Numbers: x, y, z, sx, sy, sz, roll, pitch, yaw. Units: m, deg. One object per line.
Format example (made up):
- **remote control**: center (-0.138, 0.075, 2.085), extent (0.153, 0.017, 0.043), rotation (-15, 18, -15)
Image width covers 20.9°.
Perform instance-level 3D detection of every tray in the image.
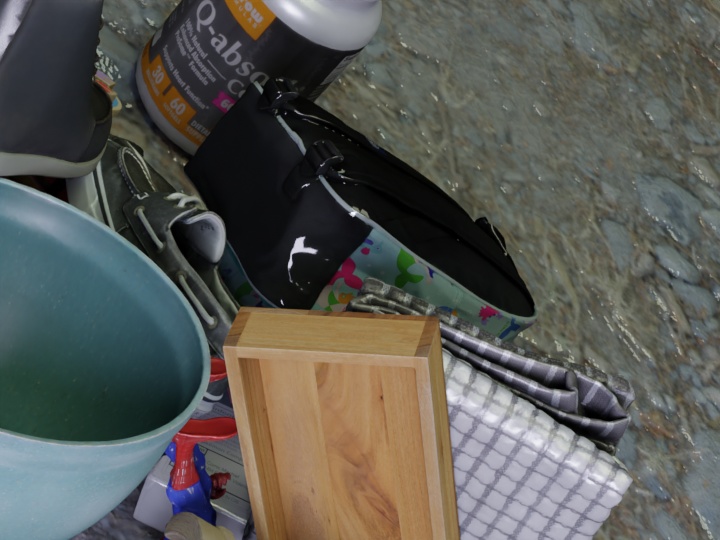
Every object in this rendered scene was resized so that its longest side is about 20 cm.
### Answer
- **tray**: center (-0.003, 0.110, 0.969), extent (0.098, 0.201, 0.037), rotation (2, 36, 14)

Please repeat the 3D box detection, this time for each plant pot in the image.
- **plant pot**: center (-0.189, 0.062, 0.926), extent (0.200, 0.134, 0.201), rotation (22, 29, -13)

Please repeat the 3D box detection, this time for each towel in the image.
- **towel**: center (0.039, 0.107, 1.033), extent (0.165, 0.200, 0.086), rotation (27, 41, 1)

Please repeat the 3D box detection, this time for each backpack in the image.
- **backpack**: center (0.000, 0.000, 1.153), extent (0.200, 0.151, 0.178), rotation (22, 20, -37)

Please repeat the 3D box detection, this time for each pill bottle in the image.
- **pill bottle**: center (-0.057, -0.171, 1.320), extent (0.116, 0.200, 0.117), rotation (25, 41, -25)

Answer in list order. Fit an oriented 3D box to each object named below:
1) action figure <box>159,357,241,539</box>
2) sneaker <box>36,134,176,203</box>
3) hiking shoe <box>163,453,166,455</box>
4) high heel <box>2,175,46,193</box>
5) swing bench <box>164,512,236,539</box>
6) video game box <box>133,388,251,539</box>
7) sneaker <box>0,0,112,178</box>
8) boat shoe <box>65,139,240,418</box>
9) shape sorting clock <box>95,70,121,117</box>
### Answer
- **action figure**: center (-0.086, 0.136, 1.027), extent (0.052, 0.200, 0.066), rotation (-3, 44, -17)
- **sneaker**: center (-0.138, -0.003, 1.194), extent (0.098, 0.071, 0.201), rotation (-1, 62, -54)
- **hiking shoe**: center (-0.169, 0.033, 1.059), extent (0.200, 0.086, 0.075), rotation (57, 29, -31)
- **high heel**: center (-0.183, -0.038, 1.090), extent (0.067, 0.096, 0.201), rotation (-45, 125, -55)
- **swing bench**: center (-0.045, 0.229, 0.965), extent (0.199, 0.200, 0.130), rotation (34, 38, -17)
- **video game box**: center (-0.014, 0.121, 1.181), extent (0.200, 0.047, 0.182), rotation (26, 41, 1)
- **sneaker**: center (-0.157, -0.110, 1.022), extent (0.075, 0.106, 0.200), rotation (34, 13, 4)
- **boat shoe**: center (-0.103, -0.007, 1.079), extent (0.072, 0.071, 0.200), rotation (39, 19, -52)
- **shape sorting clock**: center (-0.232, -0.155, 1.207), extent (0.200, 0.039, 0.200), rotation (38, 8, -6)
